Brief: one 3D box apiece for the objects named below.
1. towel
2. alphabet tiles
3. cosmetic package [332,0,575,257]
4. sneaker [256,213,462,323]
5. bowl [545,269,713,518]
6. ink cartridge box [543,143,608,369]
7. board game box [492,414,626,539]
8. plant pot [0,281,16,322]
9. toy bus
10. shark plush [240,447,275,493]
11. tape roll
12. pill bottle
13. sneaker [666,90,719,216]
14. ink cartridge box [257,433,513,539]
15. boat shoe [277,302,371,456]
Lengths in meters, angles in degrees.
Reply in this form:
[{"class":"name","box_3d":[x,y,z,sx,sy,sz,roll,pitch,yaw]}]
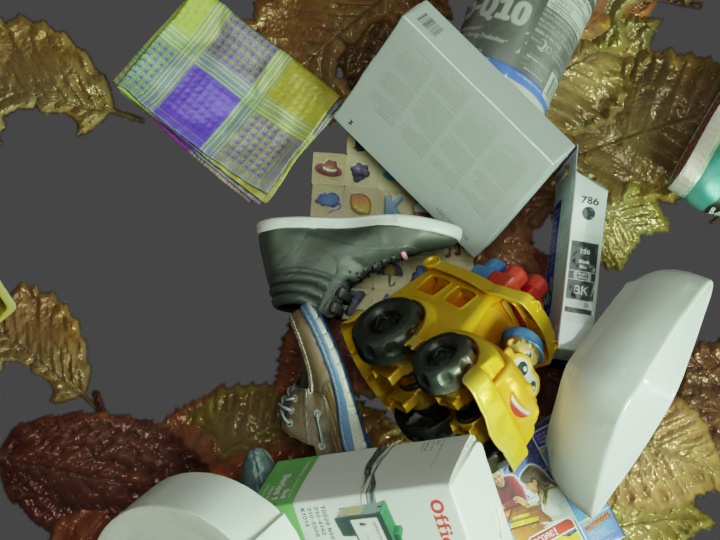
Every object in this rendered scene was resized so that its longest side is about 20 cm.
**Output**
[{"class":"towel","box_3d":[-0.129,-0.175,1.703,0.200,0.023,0.144,40,78,5]},{"class":"alphabet tiles","box_3d":[0.031,-0.047,1.695,0.164,0.006,0.202,4,77,-4]},{"class":"cosmetic package","box_3d":[0.086,-0.133,1.640,0.200,0.151,0.052,45,42,6]},{"class":"sneaker","box_3d":[0.000,0.000,1.645,0.198,0.071,0.100,-2,79,2]},{"class":"bowl","box_3d":[0.239,0.102,1.574,0.074,0.201,0.200,29,54,19]},{"class":"ink cartridge box","box_3d":[0.205,-0.011,1.654,0.039,0.099,0.202,8,77,-4]},{"class":"board game box","box_3d":[0.132,0.238,1.621,0.199,0.034,0.136,-26,81,-11]},{"class":"plant pot","box_3d":[-0.462,-0.012,1.557,0.195,0.195,0.200,-36,73,-12]},{"class":"toy bus","box_3d":[0.112,0.068,1.578,0.192,0.199,0.136,-41,126,-19]},{"class":"shark plush","box_3d":[-0.092,0.267,1.571,0.090,0.083,0.202,6,76,-4]},{"class":"tape roll","box_3d":[-0.137,0.281,1.508,0.203,0.203,0.071,46,34,7]},{"class":"pill bottle","box_3d":[0.165,-0.249,1.698,0.113,0.114,0.201,25,76,1]},{"class":"sneaker","box_3d":[0.387,-0.143,1.719,0.080,0.071,0.201,33,81,-1]},{"class":"ink cartridge box","box_3d":[0.023,0.237,1.516,0.198,0.084,0.147,-11,111,25]},{"class":"boat shoe","box_3d":[-0.038,0.132,1.594,0.072,0.072,0.202,-18,96,0]}]
